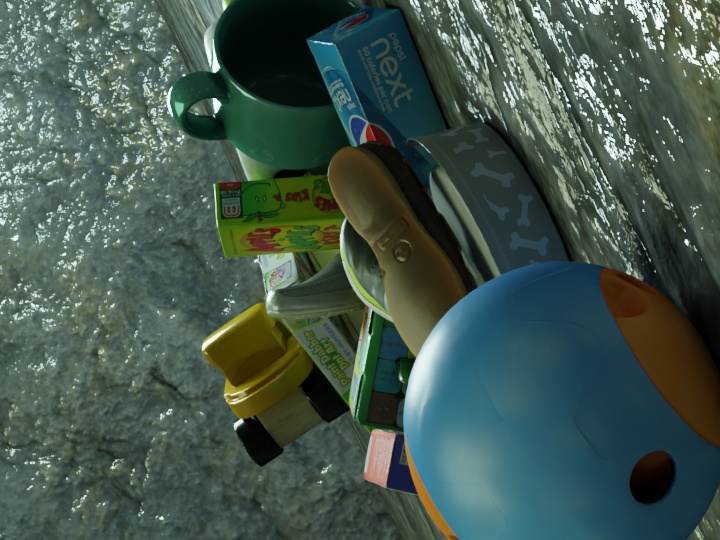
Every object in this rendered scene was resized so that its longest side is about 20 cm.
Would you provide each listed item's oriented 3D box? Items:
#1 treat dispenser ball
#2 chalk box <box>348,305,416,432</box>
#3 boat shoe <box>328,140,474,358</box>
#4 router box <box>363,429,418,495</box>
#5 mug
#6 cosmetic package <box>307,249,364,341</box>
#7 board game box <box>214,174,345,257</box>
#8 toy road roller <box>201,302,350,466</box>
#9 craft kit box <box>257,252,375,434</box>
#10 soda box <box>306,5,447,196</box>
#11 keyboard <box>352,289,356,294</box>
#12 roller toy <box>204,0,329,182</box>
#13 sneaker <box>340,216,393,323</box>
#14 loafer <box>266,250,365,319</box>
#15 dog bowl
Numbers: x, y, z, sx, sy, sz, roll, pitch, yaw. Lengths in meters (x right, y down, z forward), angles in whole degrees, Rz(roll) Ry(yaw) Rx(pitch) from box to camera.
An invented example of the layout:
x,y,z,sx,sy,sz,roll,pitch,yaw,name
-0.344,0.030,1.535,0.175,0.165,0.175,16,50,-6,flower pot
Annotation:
x,y,z,sx,sy,sz,roll,pitch,yaw,name
0.126,0.095,1.124,0.202,0.200,0.201,62,173,13,treat dispenser ball
0.061,0.079,1.604,0.200,0.124,0.125,-156,76,-87,chalk box
0.048,-0.013,1.425,0.070,0.070,0.201,-7,-111,-57,boat shoe
0.111,0.188,1.640,0.179,0.198,0.049,150,132,-82,router box
-0.077,-0.170,1.658,0.115,0.183,0.153,102,175,-55,mug
0.003,-0.028,1.932,0.103,0.073,0.201,0,-127,-46,cosmetic package
-0.040,-0.056,1.797,0.102,0.198,0.048,89,177,-74,board game box
-0.096,0.100,1.971,0.147,0.122,0.200,56,-172,-15,toy road roller
-0.039,0.046,1.932,0.200,0.048,0.198,53,-169,-28,craft kit box
0.030,-0.120,1.562,0.064,0.068,0.201,23,140,63,soda box
0.024,-0.076,1.658,0.104,0.039,0.202,93,-175,-64,keyboard
-0.066,-0.174,1.823,0.183,0.139,0.201,-108,1,-52,roller toy
0.052,0.019,1.497,0.200,0.074,0.081,51,161,22,sneaker
0.000,0.000,1.732,0.070,0.199,0.070,-8,96,66,loafer
0.105,-0.025,1.425,0.201,0.058,0.200,63,173,13,dog bowl
